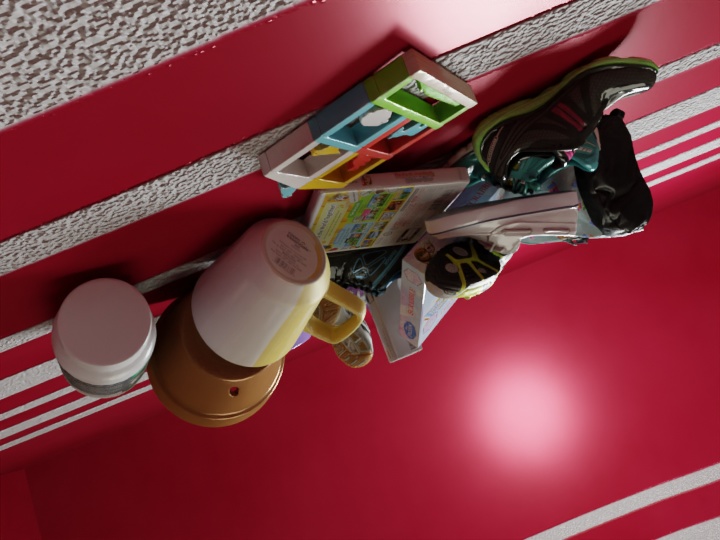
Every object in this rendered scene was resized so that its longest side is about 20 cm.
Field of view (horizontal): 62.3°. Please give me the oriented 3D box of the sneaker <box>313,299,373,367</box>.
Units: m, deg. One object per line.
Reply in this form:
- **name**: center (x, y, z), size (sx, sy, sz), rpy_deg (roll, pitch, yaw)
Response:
- **sneaker**: center (-0.046, 0.073, 1.036), size (0.075, 0.202, 0.088), rpy_deg (-27, -167, 14)

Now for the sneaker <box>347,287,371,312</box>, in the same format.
- **sneaker**: center (-0.014, 0.037, 1.087), size (0.196, 0.117, 0.073), rpy_deg (-18, 172, -11)

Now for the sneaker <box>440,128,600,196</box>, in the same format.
- **sneaker**: center (0.185, -0.127, 0.713), size (0.196, 0.082, 0.077), rpy_deg (-15, 171, 22)

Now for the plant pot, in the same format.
- **plant pot**: center (-0.190, 0.101, 0.821), size (0.196, 0.204, 0.140), rpy_deg (-16, 164, -28)

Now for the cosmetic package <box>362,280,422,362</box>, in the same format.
- **cosmetic package**: center (0.040, 0.051, 1.014), size (0.050, 0.204, 0.083), rpy_deg (-19, 170, -9)

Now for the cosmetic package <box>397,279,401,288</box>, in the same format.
- **cosmetic package**: center (0.124, 0.007, 1.048), size (0.113, 0.080, 0.201), rpy_deg (-48, 158, -23)

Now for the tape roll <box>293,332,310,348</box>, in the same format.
- **tape roll**: center (-0.195, 0.118, 1.094), size (0.196, 0.087, 0.200), rpy_deg (-22, -177, 1)

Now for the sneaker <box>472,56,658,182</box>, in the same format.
- **sneaker**: center (0.219, -0.157, 0.636), size (0.197, 0.085, 0.076), rpy_deg (-26, 170, 23)

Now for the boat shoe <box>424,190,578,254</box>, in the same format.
- **boat shoe**: center (0.177, -0.053, 0.727), size (0.195, 0.067, 0.074), rpy_deg (-9, -172, -4)

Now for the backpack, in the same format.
- **backpack**: center (0.282, -0.114, 0.829), size (0.125, 0.171, 0.199), rpy_deg (-21, -173, -26)

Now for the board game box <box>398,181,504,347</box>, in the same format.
- **board game box**: center (0.130, -0.015, 0.859), size (0.200, 0.041, 0.201), rpy_deg (-46, 156, -25)

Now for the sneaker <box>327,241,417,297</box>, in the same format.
- **sneaker**: center (0.000, 0.000, 0.866), size (0.196, 0.084, 0.073), rpy_deg (-17, 169, -5)

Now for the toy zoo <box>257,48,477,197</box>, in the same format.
- **toy zoo**: center (-0.003, -0.120, 0.542), size (0.198, 0.021, 0.130), rpy_deg (-27, 169, 30)

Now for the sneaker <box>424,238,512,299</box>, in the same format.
- **sneaker**: center (0.139, 0.007, 0.757), size (0.198, 0.075, 0.078), rpy_deg (-22, 140, -52)

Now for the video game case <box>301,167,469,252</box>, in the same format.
- **video game case**: center (0.017, -0.069, 0.743), size (0.178, 0.023, 0.200), rpy_deg (-7, 164, -17)

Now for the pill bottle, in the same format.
- **pill bottle**: center (-0.304, 0.084, 0.709), size (0.111, 0.115, 0.200), rpy_deg (-16, 170, -27)

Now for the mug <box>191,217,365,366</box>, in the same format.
- **mug**: center (-0.096, 0.015, 0.727), size (0.183, 0.152, 0.153), rpy_deg (-5, 154, -37)
